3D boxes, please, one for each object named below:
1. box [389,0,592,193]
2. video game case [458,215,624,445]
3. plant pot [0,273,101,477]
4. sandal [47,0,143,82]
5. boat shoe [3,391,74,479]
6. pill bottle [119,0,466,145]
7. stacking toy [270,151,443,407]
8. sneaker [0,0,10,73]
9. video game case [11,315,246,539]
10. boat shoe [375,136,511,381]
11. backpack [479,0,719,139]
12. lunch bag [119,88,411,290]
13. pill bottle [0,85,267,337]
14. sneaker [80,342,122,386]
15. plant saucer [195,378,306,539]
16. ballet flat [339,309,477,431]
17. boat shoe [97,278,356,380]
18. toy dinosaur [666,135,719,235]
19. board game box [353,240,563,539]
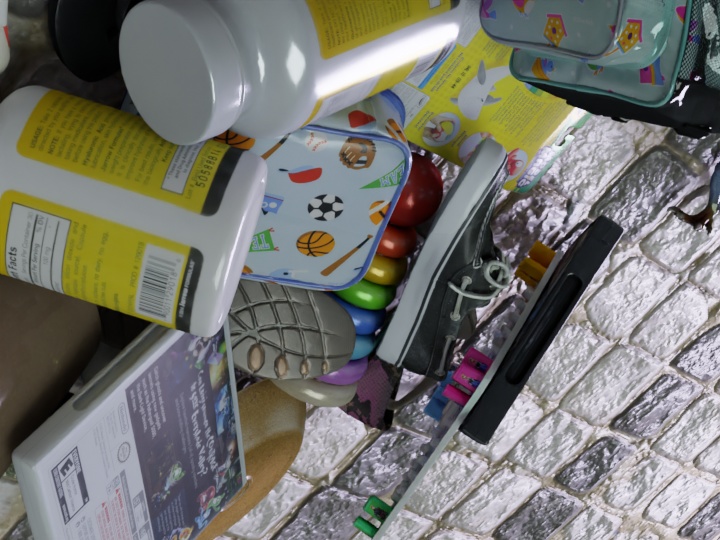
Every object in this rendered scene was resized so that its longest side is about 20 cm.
[{"bbox_3d":[0.086,-0.132,1.060,0.199,0.049,0.118,24,115,-41],"label":"box"},{"bbox_3d":[0.131,0.050,1.153,0.182,0.025,0.200,-56,175,-3],"label":"video game case"},{"bbox_3d":[-0.257,0.052,0.929,0.174,0.199,0.202,-39,148,-37],"label":"plant pot"},{"bbox_3d":[-0.109,-0.188,0.889,0.200,0.043,0.076,-44,138,13],"label":"sandal"},{"bbox_3d":[-0.278,0.096,1.053,0.198,0.063,0.075,17,124,-23],"label":"boat shoe"},{"bbox_3d":[-0.038,-0.143,0.878,0.199,0.112,0.113,-28,145,-39],"label":"pill bottle"},{"bbox_3d":[0.000,0.000,1.122,0.085,0.085,0.201,12,116,-38],"label":"stacking toy"},{"bbox_3d":[-0.190,-0.192,0.815,0.092,0.071,0.201,-11,133,-13],"label":"sneaker"},{"bbox_3d":[-0.143,0.130,0.988,0.182,0.023,0.201,-45,147,-37],"label":"video game case"},{"bbox_3d":[0.074,-0.001,1.074,0.068,0.074,0.201,25,120,3],"label":"boat shoe"},{"bbox_3d":[0.177,-0.202,0.941,0.152,0.175,0.202,19,93,-33],"label":"backpack"},{"bbox_3d":[-0.075,-0.061,0.983,0.198,0.076,0.161,10,134,-17],"label":"lunch bag"},{"bbox_3d":[-0.161,-0.042,0.874,0.198,0.112,0.112,18,127,0],"label":"pill bottle"},{"bbox_3d":[-0.170,0.122,1.133,0.072,0.071,0.201,-22,138,-11],"label":"sneaker"},{"bbox_3d":[-0.110,0.163,1.177,0.200,0.035,0.201,-38,161,-16],"label":"plant saucer"},{"bbox_3d":[0.047,0.048,1.188,0.071,0.069,0.201,32,120,1],"label":"ballet flat"},{"bbox_3d":[-0.100,0.027,1.067,0.198,0.073,0.075,13,97,-19],"label":"boat shoe"},{"bbox_3d":[0.327,-0.109,1.236,0.183,0.104,0.200,-62,169,14],"label":"toy dinosaur"},{"bbox_3d":[0.076,0.093,1.179,0.201,0.026,0.200,-59,175,38],"label":"board game box"}]
